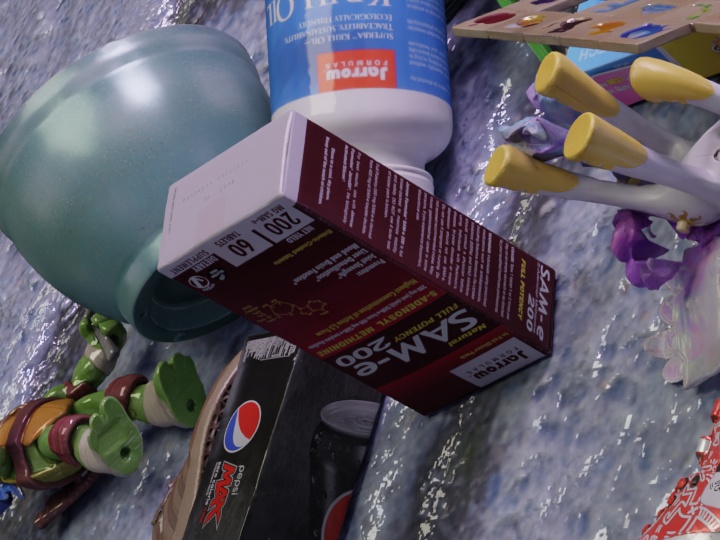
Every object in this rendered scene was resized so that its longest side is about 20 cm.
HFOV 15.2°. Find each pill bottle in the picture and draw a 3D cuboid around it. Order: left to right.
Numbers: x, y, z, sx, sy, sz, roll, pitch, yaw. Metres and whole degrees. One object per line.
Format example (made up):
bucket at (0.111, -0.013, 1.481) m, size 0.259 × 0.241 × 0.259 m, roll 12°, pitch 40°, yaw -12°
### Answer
pill bottle at (-0.001, -0.122, 1.645) m, size 0.112 × 0.112 × 0.201 m, roll -20°, pitch 69°, yaw 47°

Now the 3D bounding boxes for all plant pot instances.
plant pot at (-0.124, -0.040, 1.738) m, size 0.200 × 0.200 × 0.134 m, roll -47°, pitch 59°, yaw 21°

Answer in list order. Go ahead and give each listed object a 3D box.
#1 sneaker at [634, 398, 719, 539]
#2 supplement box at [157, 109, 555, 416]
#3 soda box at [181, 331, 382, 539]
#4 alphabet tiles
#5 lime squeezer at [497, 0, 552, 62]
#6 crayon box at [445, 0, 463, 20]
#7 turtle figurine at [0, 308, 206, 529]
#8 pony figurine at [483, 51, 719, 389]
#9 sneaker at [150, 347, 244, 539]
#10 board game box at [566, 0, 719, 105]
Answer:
sneaker at (0.166, 0.122, 1.270) m, size 0.201 × 0.067 × 0.108 m, roll -31°, pitch 39°, yaw 34°
supplement box at (0.000, 0.000, 1.483) m, size 0.109 × 0.200 × 0.061 m, roll -30°, pitch 43°, yaw 41°
soda box at (-0.052, 0.137, 1.569) m, size 0.063 × 0.071 × 0.201 m, roll -12°, pitch 54°, yaw 53°
alphabet tiles at (0.166, -0.140, 1.358) m, size 0.167 × 0.008 × 0.200 m, roll -22°, pitch 18°, yaw -26°
lime squeezer at (0.077, -0.213, 1.655) m, size 0.038 × 0.071 × 0.201 m, roll -33°, pitch 48°, yaw 37°
crayon box at (0.029, -0.241, 1.794) m, size 0.126 × 0.052 × 0.200 m, roll -48°, pitch 32°, yaw 19°
turtle figurine at (-0.208, 0.069, 1.773) m, size 0.194 × 0.144 × 0.201 m, roll -2°, pitch 82°, yaw 44°
pony figurine at (0.168, -0.039, 1.317) m, size 0.193 × 0.199 × 0.167 m, roll 164°, pitch 124°, yaw -69°
sneaker at (-0.094, 0.133, 1.637) m, size 0.075 × 0.070 × 0.201 m, roll -7°, pitch 58°, yaw 55°
board game box at (0.206, -0.183, 1.493) m, size 0.200 × 0.040 × 0.153 m, roll -18°, pitch 50°, yaw 48°
